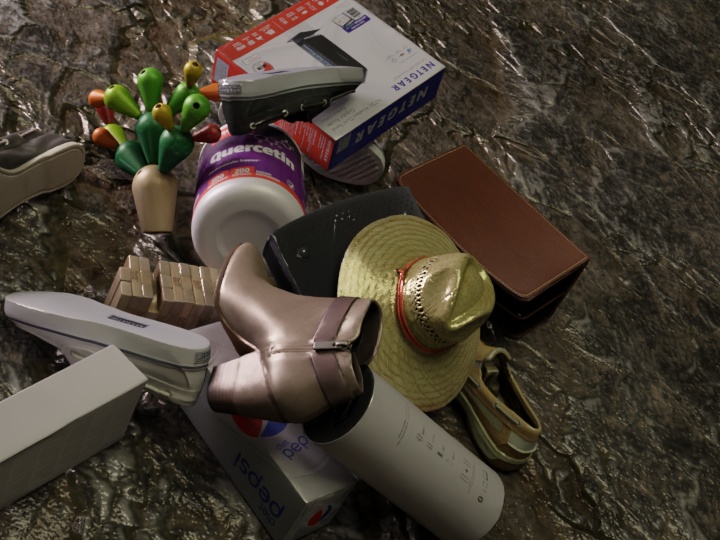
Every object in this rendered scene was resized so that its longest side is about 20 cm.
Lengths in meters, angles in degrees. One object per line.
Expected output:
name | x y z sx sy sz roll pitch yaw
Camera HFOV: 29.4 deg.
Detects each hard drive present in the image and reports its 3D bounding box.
hard drive | 0.000 0.000 1.317 0.200 0.042 0.135 -22 84 -45

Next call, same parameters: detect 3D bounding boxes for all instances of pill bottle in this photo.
pill bottle | -0.112 -0.081 1.396 0.112 0.113 0.200 18 28 -14

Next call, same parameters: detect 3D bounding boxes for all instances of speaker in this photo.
speaker | 0.040 0.161 1.196 0.200 0.081 0.081 41 28 -35

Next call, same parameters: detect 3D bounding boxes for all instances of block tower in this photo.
block tower | -0.141 0.035 1.310 0.199 0.058 0.054 10 43 -25

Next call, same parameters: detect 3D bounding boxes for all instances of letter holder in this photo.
letter holder | 0.124 -0.023 1.511 0.200 0.101 0.142 44 42 18

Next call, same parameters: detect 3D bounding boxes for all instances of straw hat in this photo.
straw hat | 0.077 0.027 1.283 0.200 0.085 0.202 16 66 -41

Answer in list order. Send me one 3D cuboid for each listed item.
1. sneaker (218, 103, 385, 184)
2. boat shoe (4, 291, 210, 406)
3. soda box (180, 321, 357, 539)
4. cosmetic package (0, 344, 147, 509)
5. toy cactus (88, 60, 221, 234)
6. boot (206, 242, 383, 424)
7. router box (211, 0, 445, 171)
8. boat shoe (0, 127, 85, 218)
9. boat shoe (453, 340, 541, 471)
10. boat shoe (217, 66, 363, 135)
sneaker | -0.058 -0.171 1.573 0.199 0.079 0.080 24 44 -5
boat shoe | -0.226 0.069 1.207 0.199 0.066 0.072 14 13 11
soda box | -0.093 0.139 1.215 0.063 0.068 0.200 -15 57 -42
cosmetic package | -0.266 0.135 1.098 0.051 0.083 0.200 40 39 18
toy cactus | -0.205 -0.120 1.388 0.102 0.199 0.166 0 86 -49
boot | -0.052 0.046 1.172 0.070 0.146 0.201 54 31 -46
router box | -0.034 -0.221 1.539 0.179 0.049 0.200 38 50 17
boat shoe | -0.350 -0.091 1.315 0.057 0.067 0.200 27 30 23
boat shoe | 0.125 0.102 1.389 0.071 0.076 0.200 -8 52 -38
boat shoe | -0.071 -0.178 1.414 0.068 0.057 0.200 7 16 40
